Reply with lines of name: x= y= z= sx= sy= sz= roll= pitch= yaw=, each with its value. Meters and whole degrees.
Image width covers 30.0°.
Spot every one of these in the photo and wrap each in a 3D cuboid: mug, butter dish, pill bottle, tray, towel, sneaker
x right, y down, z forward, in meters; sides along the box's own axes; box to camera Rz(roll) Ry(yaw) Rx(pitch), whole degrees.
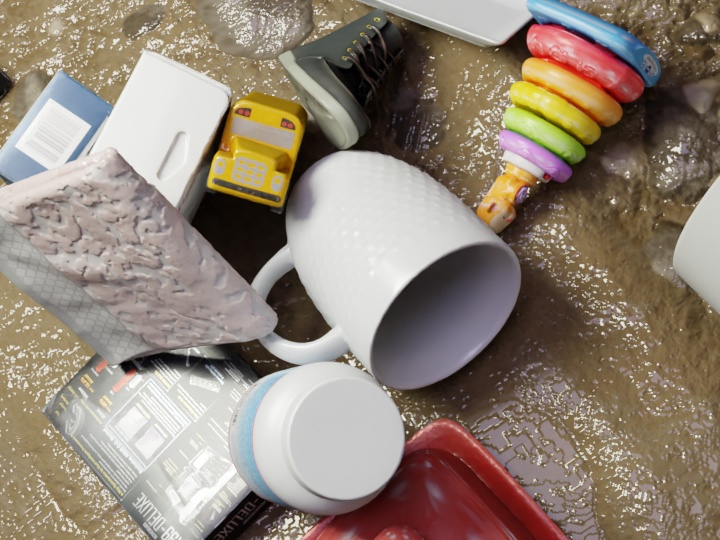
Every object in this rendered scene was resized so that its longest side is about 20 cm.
mug: x=0.000 y=0.000 z=1.093 sx=0.200 sy=0.148 sz=0.175 roll=-34 pitch=52 yaw=-10
butter dish: x=0.044 y=0.223 z=1.001 sx=0.199 sy=0.148 sz=0.200 roll=-42 pitch=64 yaw=-3
pill bottle: x=-0.032 y=0.123 z=0.989 sx=0.108 sy=0.200 sz=0.109 roll=2 pitch=83 yaw=-13
tray: x=0.064 y=-0.250 z=1.222 sx=0.199 sy=0.022 sz=0.107 roll=25 pitch=44 yaw=23
towel: x=-0.192 y=-0.001 z=1.046 sx=0.191 sy=0.200 sz=0.032 roll=-14 pitch=43 yaw=36
sneaker: x=-0.005 y=-0.176 z=1.162 sx=0.106 sy=0.075 sz=0.200 roll=-31 pitch=27 yaw=0

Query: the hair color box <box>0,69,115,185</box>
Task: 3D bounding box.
hair color box: x=-0.256 y=-0.096 z=1.179 sx=0.060 sy=0.200 sz=0.100 roll=35 pitch=82 yaw=-1

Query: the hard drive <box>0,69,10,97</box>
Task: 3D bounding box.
hard drive: x=-0.462 y=-0.154 z=1.353 sx=0.140 sy=0.038 sz=0.200 roll=37 pitch=83 yaw=24

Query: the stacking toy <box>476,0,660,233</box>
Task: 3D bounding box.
stacking toy: x=0.155 y=-0.117 z=1.132 sx=0.110 sy=0.116 sz=0.200 roll=31 pitch=92 yaw=27

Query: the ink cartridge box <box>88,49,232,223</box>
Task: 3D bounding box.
ink cartridge box: x=-0.177 y=-0.080 z=1.143 sx=0.085 sy=0.200 sz=0.146 roll=26 pitch=77 yaw=-4

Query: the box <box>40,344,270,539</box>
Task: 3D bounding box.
box: x=-0.153 y=0.133 z=1.146 sx=0.158 sy=0.050 sz=0.200 roll=-46 pitch=65 yaw=-4

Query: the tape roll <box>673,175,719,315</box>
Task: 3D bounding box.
tape roll: x=0.348 y=-0.023 z=0.975 sx=0.203 sy=0.203 sz=0.139 roll=-41 pitch=64 yaw=-2

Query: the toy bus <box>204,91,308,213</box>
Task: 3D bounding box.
toy bus: x=-0.083 y=-0.103 z=1.132 sx=0.065 sy=0.200 sz=0.079 roll=17 pitch=99 yaw=-4
